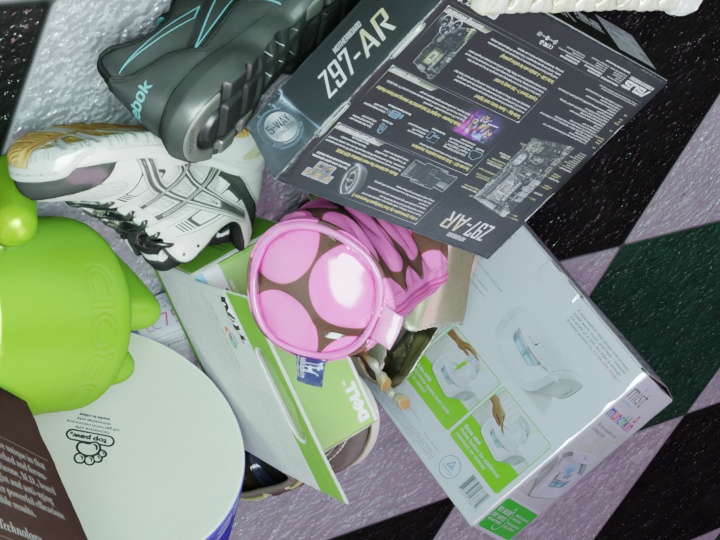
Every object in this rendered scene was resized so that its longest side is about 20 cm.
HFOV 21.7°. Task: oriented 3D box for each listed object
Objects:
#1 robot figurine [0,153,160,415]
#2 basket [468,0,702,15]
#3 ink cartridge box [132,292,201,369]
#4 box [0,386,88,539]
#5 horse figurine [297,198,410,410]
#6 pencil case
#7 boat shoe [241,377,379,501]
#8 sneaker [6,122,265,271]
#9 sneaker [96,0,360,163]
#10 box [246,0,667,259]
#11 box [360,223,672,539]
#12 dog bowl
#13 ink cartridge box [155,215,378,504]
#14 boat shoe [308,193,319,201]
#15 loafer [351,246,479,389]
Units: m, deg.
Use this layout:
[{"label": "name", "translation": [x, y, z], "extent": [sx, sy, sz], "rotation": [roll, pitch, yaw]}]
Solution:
[{"label": "robot figurine", "translation": [-0.213, 0.028, 1.076], "extent": [0.199, 0.116, 0.176], "rotation": [-3, 131, -47]}, {"label": "basket", "translation": [0.108, -0.259, 0.941], "extent": [0.160, 0.199, 0.201], "rotation": [-10, 143, -39]}, {"label": "ink cartridge box", "translation": [-0.125, 0.082, 1.351], "extent": [0.119, 0.042, 0.201], "rotation": [-21, 146, -30]}, {"label": "box", "translation": [-0.235, 0.166, 0.936], "extent": [0.165, 0.201, 0.164], "rotation": [-35, 153, 7]}, {"label": "horse figurine", "translation": [-0.020, 0.016, 1.312], "extent": [0.050, 0.132, 0.201], "rotation": [-33, 142, -26]}, {"label": "pencil case", "translation": [0.000, 0.000, 1.115], "extent": [0.200, 0.093, 0.091], "rotation": [-40, 146, -71]}, {"label": "boat shoe", "translation": [-0.050, 0.132, 1.442], "extent": [0.059, 0.072, 0.200], "rotation": [-21, 171, -32]}, {"label": "sneaker", "translation": [-0.120, -0.041, 1.080], "extent": [0.199, 0.075, 0.088], "rotation": [-6, 103, -53]}, {"label": "sneaker", "translation": [-0.064, -0.140, 1.058], "extent": [0.200, 0.079, 0.076], "rotation": [-42, 156, -41]}, {"label": "box", "translation": [0.059, -0.094, 1.060], "extent": [0.199, 0.044, 0.160], "rotation": [18, 125, -47]}, {"label": "box", "translation": [0.106, 0.072, 1.442], "extent": [0.176, 0.200, 0.097], "rotation": [-42, 153, 5]}, {"label": "dog bowl", "translation": [-0.175, 0.132, 1.191], "extent": [0.199, 0.200, 0.079], "rotation": [-19, 145, -33]}, {"label": "ink cartridge box", "translation": [-0.045, 0.051, 1.179], "extent": [0.075, 0.149, 0.200], "rotation": [-29, -164, -17]}, {"label": "boat shoe", "translation": [0.056, -0.083, 1.263], "extent": [0.200, 0.073, 0.063], "rotation": [-13, 128, -30]}, {"label": "loafer", "translation": [0.052, 0.008, 1.362], "extent": [0.075, 0.068, 0.200], "rotation": [-7, 139, -46]}]
